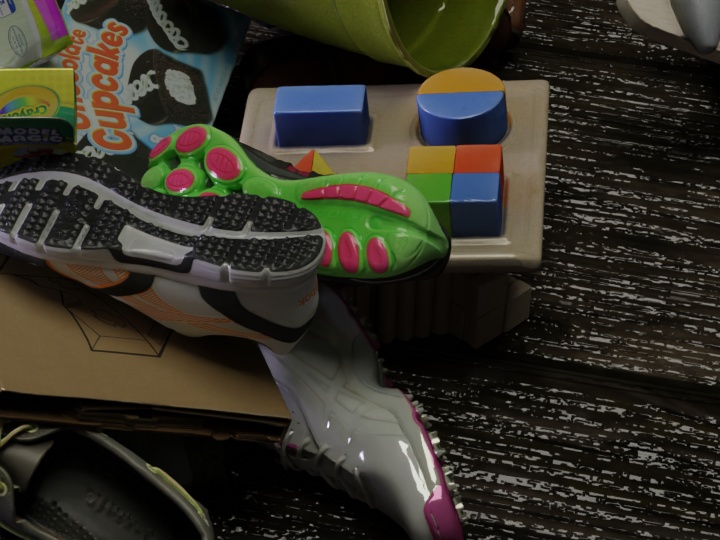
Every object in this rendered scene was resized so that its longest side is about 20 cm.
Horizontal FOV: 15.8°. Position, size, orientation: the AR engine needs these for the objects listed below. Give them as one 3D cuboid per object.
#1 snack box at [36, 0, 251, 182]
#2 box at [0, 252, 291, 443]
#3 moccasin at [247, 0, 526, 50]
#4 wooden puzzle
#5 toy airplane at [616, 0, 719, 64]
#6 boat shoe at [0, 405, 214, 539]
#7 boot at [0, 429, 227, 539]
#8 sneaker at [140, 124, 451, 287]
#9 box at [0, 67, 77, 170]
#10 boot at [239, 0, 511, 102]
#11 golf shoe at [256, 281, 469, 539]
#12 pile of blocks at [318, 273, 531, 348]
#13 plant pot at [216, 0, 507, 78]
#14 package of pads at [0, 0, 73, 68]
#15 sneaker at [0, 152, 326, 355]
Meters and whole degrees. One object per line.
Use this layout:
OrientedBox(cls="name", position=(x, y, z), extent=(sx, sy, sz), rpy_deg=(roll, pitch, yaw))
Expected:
OrientedBox(cls="snack box", position=(-0.148, -0.106, 1.619), extent=(0.116, 0.037, 0.200), rpy_deg=(21, 45, -5))
OrientedBox(cls="box", position=(-0.140, 0.018, 1.381), extent=(0.163, 0.021, 0.200), rpy_deg=(7, 33, -26))
OrientedBox(cls="moccasin", position=(0.012, -0.192, 1.738), extent=(0.201, 0.074, 0.078), rpy_deg=(1, 77, 0))
OrientedBox(cls="wooden puzzle", position=(0.015, -0.065, 1.513), extent=(0.185, 0.046, 0.200), rpy_deg=(-2, 35, 7))
OrientedBox(cls="toy airplane", position=(0.275, -0.150, 1.659), extent=(0.199, 0.141, 0.200), rpy_deg=(37, 32, 11))
OrientedBox(cls="boat shoe", position=(-0.163, 0.099, 1.309), extent=(0.202, 0.060, 0.072), rpy_deg=(29, 75, -7))
OrientedBox(cls="boot", position=(-0.165, 0.067, 1.419), extent=(0.131, 0.068, 0.200), rpy_deg=(-18, 40, -16))
OrientedBox(cls="sneaker", position=(-0.038, -0.026, 1.413), extent=(0.200, 0.084, 0.077), rpy_deg=(18, 83, 33))
OrientedBox(cls="box", position=(-0.215, -0.075, 1.432), extent=(0.117, 0.048, 0.200), rpy_deg=(-1, -6, -8))
OrientedBox(cls="boot", position=(0.033, -0.097, 1.627), extent=(0.188, 0.069, 0.200), rpy_deg=(-9, 36, -15))
OrientedBox(cls="golf shoe", position=(-0.010, 0.092, 1.400), extent=(0.091, 0.075, 0.200), rpy_deg=(-25, 41, -8))
OrientedBox(cls="pile of blocks", position=(0.000, 0.000, 1.513), extent=(0.200, 0.062, 0.082), rpy_deg=(-2, 38, -7))
OrientedBox(cls="plant pot", position=(-0.026, -0.230, 1.622), extent=(0.193, 0.201, 0.200), rpy_deg=(10, 37, 27))
OrientedBox(cls="package of pads", position=(-0.279, -0.179, 1.605), extent=(0.200, 0.155, 0.068), rpy_deg=(-6, 20, 45))
OrientedBox(cls="sneaker", position=(-0.114, -0.003, 1.353), extent=(0.200, 0.080, 0.074), rpy_deg=(15, 47, 17))
